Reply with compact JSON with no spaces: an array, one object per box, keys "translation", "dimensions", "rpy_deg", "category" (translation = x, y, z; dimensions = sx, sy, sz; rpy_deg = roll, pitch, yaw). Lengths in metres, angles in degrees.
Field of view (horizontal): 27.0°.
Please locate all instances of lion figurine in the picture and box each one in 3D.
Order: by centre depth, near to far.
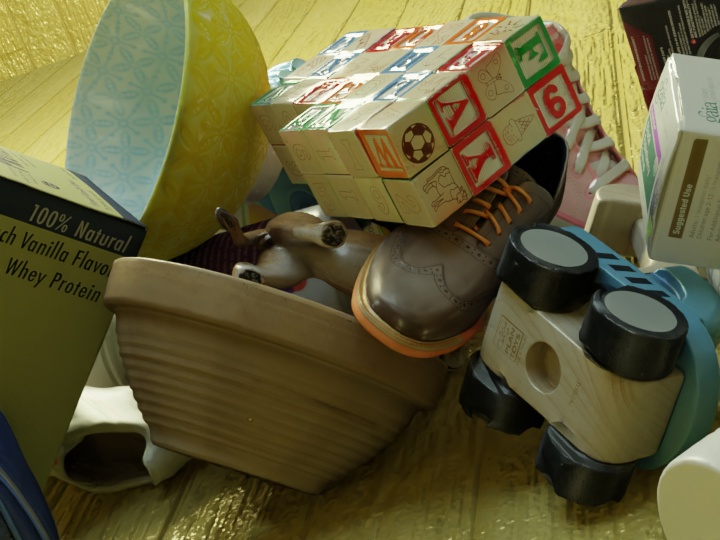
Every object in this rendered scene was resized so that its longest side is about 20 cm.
[{"translation":[0.000,0.000,0.890],"dimensions":[0.073,0.199,0.123],"rpy_deg":[-61,13,6],"category":"lion figurine"}]

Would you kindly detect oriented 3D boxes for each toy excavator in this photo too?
[{"translation":[0.143,0.022,0.804],"dimensions":[0.198,0.101,0.194],"rpy_deg":[-6,33,-36],"category":"toy excavator"}]

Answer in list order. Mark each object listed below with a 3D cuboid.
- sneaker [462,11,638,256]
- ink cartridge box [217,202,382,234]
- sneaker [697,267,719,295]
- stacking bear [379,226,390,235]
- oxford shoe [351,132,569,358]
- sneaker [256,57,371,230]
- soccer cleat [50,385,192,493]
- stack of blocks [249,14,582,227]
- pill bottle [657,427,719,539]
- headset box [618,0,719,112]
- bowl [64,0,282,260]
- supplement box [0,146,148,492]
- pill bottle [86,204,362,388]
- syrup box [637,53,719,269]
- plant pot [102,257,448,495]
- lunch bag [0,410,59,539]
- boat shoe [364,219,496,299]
[{"translation":[0.131,-0.099,1.005],"dimensions":[0.200,0.105,0.075],"rpy_deg":[38,41,18],"category":"sneaker"},{"translation":[-0.078,-0.027,1.179],"dimensions":[0.199,0.105,0.059],"rpy_deg":[-29,19,-24],"category":"ink cartridge box"},{"translation":[0.222,-0.032,0.868],"dimensions":[0.077,0.100,0.200],"rpy_deg":[-21,18,-1],"category":"sneaker"},{"translation":[0.059,-0.045,1.077],"dimensions":[0.121,0.114,0.201],"rpy_deg":[-37,25,19],"category":"stacking bear"},{"translation":[0.057,-0.022,0.800],"dimensions":[0.200,0.071,0.073],"rpy_deg":[-46,-12,-53],"category":"oxford shoe"},{"translation":[-0.033,-0.101,1.099],"dimensions":[0.199,0.080,0.130],"rpy_deg":[22,49,38],"category":"sneaker"},{"translation":[-0.191,0.110,0.985],"dimensions":[0.198,0.070,0.078],"rpy_deg":[-6,26,31],"category":"soccer cleat"},{"translation":[0.015,-0.086,0.851],"dimensions":[0.115,0.059,0.199],"rpy_deg":[-38,23,-22],"category":"stack of blocks"},{"translation":[0.218,0.062,0.596],"dimensions":[0.199,0.112,0.111],"rpy_deg":[-30,20,-22],"category":"pill bottle"},{"translation":[0.278,-0.136,1.021],"dimensions":[0.199,0.150,0.077],"rpy_deg":[-5,23,42],"category":"headset box"},{"translation":[-0.110,-0.094,0.990],"dimensions":[0.107,0.203,0.200],"rpy_deg":[11,2,-29],"category":"bowl"},{"translation":[-0.268,0.019,0.896],"dimensions":[0.199,0.202,0.134],"rpy_deg":[20,6,-31],"category":"supplement box"},{"translation":[-0.092,0.032,1.018],"dimensions":[0.198,0.112,0.112],"rpy_deg":[-15,19,18],"category":"pill bottle"},{"translation":[0.247,-0.046,0.765],"dimensions":[0.197,0.082,0.079],"rpy_deg":[7,36,1],"category":"syrup box"},{"translation":[-0.058,0.068,0.844],"dimensions":[0.200,0.200,0.094],"rpy_deg":[6,75,54],"category":"plant pot"},{"translation":[-0.257,0.168,0.780],"dimensions":[0.198,0.137,0.132],"rpy_deg":[-26,18,-6],"category":"lunch bag"},{"translation":[0.045,-0.060,0.965],"dimensions":[0.199,0.069,0.085],"rpy_deg":[29,72,14],"category":"boat shoe"}]
